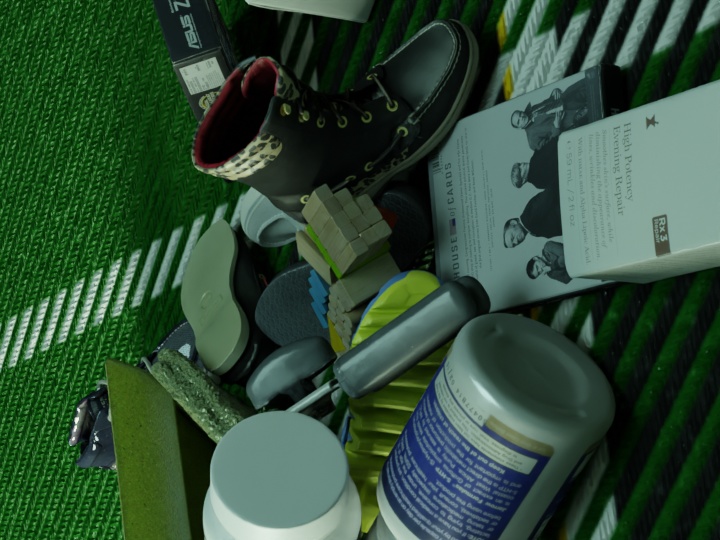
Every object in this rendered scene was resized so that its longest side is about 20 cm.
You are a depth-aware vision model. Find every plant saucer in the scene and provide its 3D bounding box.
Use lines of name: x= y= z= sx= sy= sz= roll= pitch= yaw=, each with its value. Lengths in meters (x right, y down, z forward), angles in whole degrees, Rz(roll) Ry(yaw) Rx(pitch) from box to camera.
plant saucer: x=-0.149 y=0.191 z=1.600 sx=0.048 sy=0.200 sz=0.201 roll=-15 pitch=63 yaw=10

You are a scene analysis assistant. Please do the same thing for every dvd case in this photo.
dvd case: x=0.117 y=-0.049 z=1.342 sx=0.200 sy=0.025 sz=0.152 roll=-17 pitch=73 yaw=55

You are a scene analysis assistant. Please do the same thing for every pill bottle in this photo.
pill bottle: x=0.079 y=0.140 z=1.296 sx=0.201 sy=0.119 sz=0.120 roll=-62 pitch=42 yaw=31
pill bottle: x=-0.055 y=0.196 z=1.356 sx=0.201 sy=0.113 sz=0.114 roll=92 pitch=158 yaw=-51

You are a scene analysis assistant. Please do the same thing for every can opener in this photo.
can opener: x=-0.003 y=0.054 z=1.329 sx=0.200 sy=0.053 sz=0.067 roll=-37 pitch=81 yaw=26

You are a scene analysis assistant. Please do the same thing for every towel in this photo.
towel: x=-0.084 y=0.139 z=1.525 sx=0.037 sy=0.148 sz=0.200 roll=-49 pitch=40 yaw=-1

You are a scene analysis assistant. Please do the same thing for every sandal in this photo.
sandal: x=0.022 y=0.091 z=1.411 sx=0.087 sy=0.079 sz=0.201 roll=-81 pitch=6 yaw=-72
sandal: x=-0.006 y=0.002 z=1.496 sx=0.076 sy=0.043 sz=0.200 roll=48 pitch=125 yaw=-5

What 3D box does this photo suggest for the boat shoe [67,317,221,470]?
boat shoe: x=-0.197 y=0.112 z=1.721 sx=0.201 sy=0.092 sz=0.075 roll=-62 pitch=42 yaw=31

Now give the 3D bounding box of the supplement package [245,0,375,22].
supplement package: x=-0.034 y=-0.318 z=1.502 sx=0.121 sy=0.119 sz=0.201 roll=48 pitch=125 yaw=46

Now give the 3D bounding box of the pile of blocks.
pile of blocks: x=0.000 y=0.000 z=1.427 sx=0.082 sy=0.062 sz=0.201 roll=47 pitch=155 yaw=32

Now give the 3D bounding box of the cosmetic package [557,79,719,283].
cosmetic package: x=0.214 y=-0.056 z=1.163 sx=0.200 sy=0.074 sz=0.103 roll=-18 pitch=73 yaw=55

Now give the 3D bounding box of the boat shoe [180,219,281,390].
boat shoe: x=-0.107 y=0.031 z=1.620 sx=0.074 sy=0.063 sz=0.202 roll=-48 pitch=32 yaw=20

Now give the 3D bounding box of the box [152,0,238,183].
box: x=-0.135 y=-0.191 z=1.599 sx=0.200 sy=0.049 sz=0.162 roll=69 pitch=-176 yaw=-63

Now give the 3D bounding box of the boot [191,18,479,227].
boot: x=-0.019 y=-0.120 z=1.375 sx=0.200 sy=0.150 sz=0.073 roll=-44 pitch=53 yaw=21

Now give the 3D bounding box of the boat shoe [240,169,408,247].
boat shoe: x=-0.027 y=-0.055 z=1.522 sx=0.199 sy=0.072 sz=0.069 roll=-30 pitch=60 yaw=39
